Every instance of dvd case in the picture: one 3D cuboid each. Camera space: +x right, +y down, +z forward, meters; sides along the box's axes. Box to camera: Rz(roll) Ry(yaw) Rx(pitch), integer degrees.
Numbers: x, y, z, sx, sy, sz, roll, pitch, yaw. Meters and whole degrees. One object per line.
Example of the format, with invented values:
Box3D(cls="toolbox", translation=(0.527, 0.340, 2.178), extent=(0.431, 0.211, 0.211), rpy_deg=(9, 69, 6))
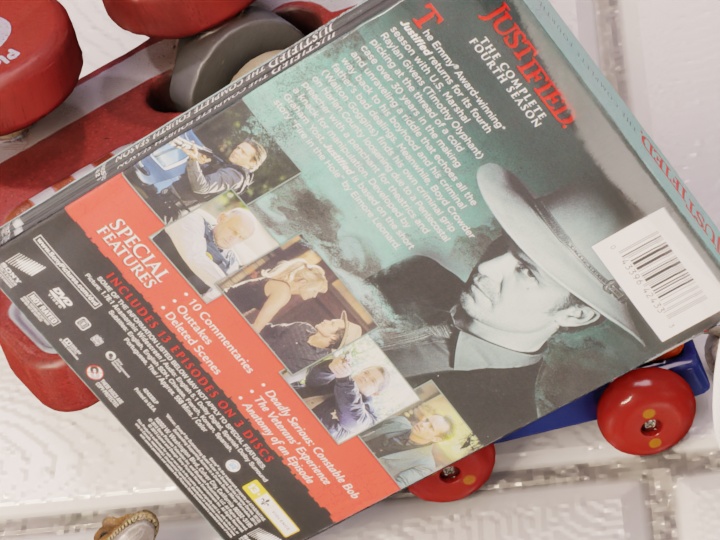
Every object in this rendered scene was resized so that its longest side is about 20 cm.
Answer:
Box3D(cls="dvd case", translation=(0.000, 0.000, 0.791), extent=(0.200, 0.146, 0.022), rpy_deg=(-30, 23, 26))

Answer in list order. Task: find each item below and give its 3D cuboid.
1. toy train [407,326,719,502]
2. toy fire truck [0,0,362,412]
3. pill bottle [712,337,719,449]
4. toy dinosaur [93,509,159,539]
Box3D(cls="toy train", translation=(0.087, -0.005, 0.855), extent=(0.199, 0.116, 0.085), rpy_deg=(-13, 42, -2))
Box3D(cls="toy fire truck", translation=(-0.062, -0.039, 0.923), extent=(0.199, 0.112, 0.168), rpy_deg=(-30, 42, -18))
Box3D(cls="pill bottle", translation=(0.215, 0.041, 0.779), extent=(0.199, 0.113, 0.112), rpy_deg=(14, 47, 26))
Box3D(cls="toy dinosaur", translation=(-0.145, 0.141, 0.806), extent=(0.199, 0.061, 0.106), rpy_deg=(-21, 18, -19))
